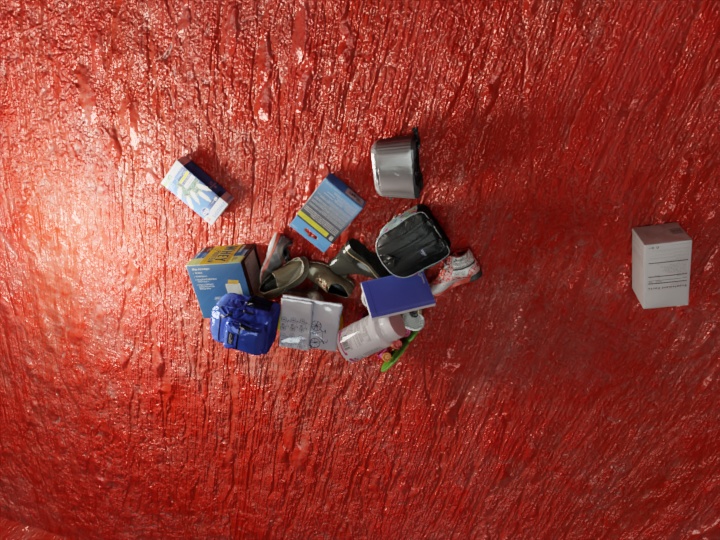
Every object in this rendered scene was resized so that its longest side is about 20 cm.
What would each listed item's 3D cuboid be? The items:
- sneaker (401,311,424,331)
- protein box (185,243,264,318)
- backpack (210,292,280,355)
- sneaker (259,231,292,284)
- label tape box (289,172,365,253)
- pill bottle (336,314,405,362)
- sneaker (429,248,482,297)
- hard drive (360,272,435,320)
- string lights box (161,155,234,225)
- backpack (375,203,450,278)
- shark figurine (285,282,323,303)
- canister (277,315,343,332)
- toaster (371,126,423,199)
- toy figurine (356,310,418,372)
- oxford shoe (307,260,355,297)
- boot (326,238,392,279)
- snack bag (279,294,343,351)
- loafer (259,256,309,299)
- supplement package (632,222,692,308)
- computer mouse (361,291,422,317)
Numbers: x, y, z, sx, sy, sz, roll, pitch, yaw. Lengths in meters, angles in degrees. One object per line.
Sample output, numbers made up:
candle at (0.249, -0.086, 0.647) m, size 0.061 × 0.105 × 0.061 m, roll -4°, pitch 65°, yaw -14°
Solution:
sneaker at (0.122, 0.122, 1.702) m, size 0.199 × 0.079 × 0.079 m, roll 32°, pitch 98°, yaw 5°
protein box at (-0.437, 0.035, 1.743) m, size 0.196 × 0.135 × 0.202 m, roll -3°, pitch 118°, yaw 13°
backpack at (-0.367, 0.162, 1.629) m, size 0.197 × 0.168 × 0.164 m, roll 17°, pitch 113°, yaw 3°
sneaker at (-0.274, -0.025, 1.715) m, size 0.081 × 0.077 × 0.202 m, roll 20°, pitch 121°, yaw -7°
label tape box at (-0.102, -0.176, 1.602) m, size 0.144 × 0.063 × 0.200 m, roll 38°, pitch 118°, yaw -10°
pill bottle at (0.034, 0.199, 1.629) m, size 0.199 × 0.114 × 0.114 m, roll -28°, pitch 110°, yaw 27°
sneaker at (0.266, 0.003, 1.623) m, size 0.199 × 0.067 × 0.109 m, roll -23°, pitch 110°, yaw 18°
hard drive at (0.112, 0.071, 1.586) m, size 0.197 × 0.133 × 0.026 m, roll -12°, pitch 143°, yaw -7°
string lights box at (-0.509, -0.251, 1.647) m, size 0.200 × 0.059 × 0.103 m, roll 41°, pitch 117°, yaw -11°
backpack at (0.148, -0.083, 1.550) m, size 0.199 × 0.151 × 0.178 m, roll -33°, pitch 105°, yaw 17°
shark figurine at (-0.184, 0.065, 1.757) m, size 0.212 × 0.128 × 0.091 m, roll 16°, pitch 91°, yaw 31°
canister at (-0.165, 0.174, 1.762) m, size 0.197 × 0.088 × 0.149 m, roll 0°, pitch 162°, yaw 8°
toaster at (0.104, -0.296, 1.468) m, size 0.127 × 0.114 × 0.202 m, roll -1°, pitch 120°, yaw 14°
toy figurine at (0.070, 0.201, 1.748) m, size 0.184 × 0.150 × 0.200 m, roll 41°, pitch 96°, yaw -1°
oxford shoe at (-0.113, 0.028, 1.707) m, size 0.198 × 0.075 × 0.071 m, roll 21°, pitch 122°, yaw 1°
boot at (0.000, 0.000, 1.683) m, size 0.200 × 0.078 × 0.138 m, roll 44°, pitch 129°, yaw -10°
snack bag at (-0.160, 0.176, 1.675) m, size 0.197 × 0.021 × 0.191 m, roll 9°, pitch 115°, yaw 1°
loafer at (-0.248, 0.027, 1.690) m, size 0.199 × 0.069 × 0.076 m, roll -39°, pitch 70°, yaw 15°
supplement package at (0.837, -0.013, 1.464) m, size 0.118 × 0.122 × 0.202 m, roll -7°, pitch 117°, yaw 14°
computer mouse at (0.102, 0.084, 1.643) m, size 0.197 × 0.044 × 0.111 m, roll 6°, pitch 97°, yaw 0°
